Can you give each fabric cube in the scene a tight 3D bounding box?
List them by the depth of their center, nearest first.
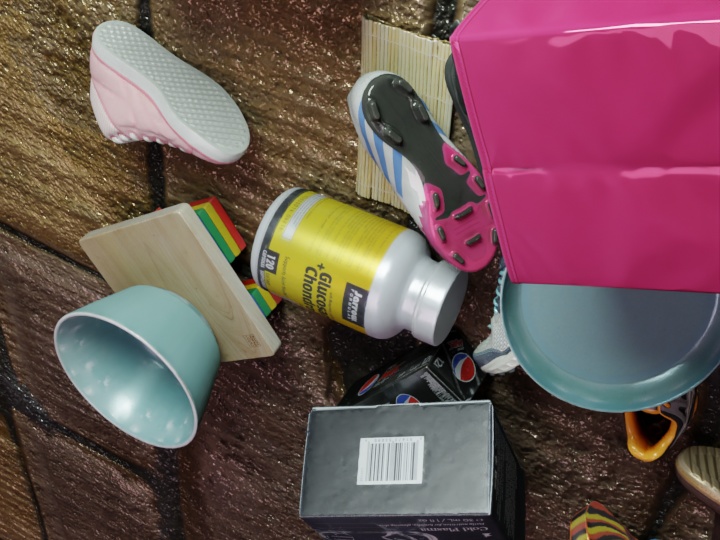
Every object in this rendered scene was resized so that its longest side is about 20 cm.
[{"bbox_3d":[0.206,-0.117,0.686,0.198,0.196,0.201,3,127,32],"label":"fabric cube"}]

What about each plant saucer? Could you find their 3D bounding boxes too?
[{"bbox_3d":[0.216,0.022,0.851,0.199,0.027,0.201,1,108,5],"label":"plant saucer"}]

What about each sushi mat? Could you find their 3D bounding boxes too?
[{"bbox_3d":[0.039,-0.133,0.933,0.095,0.012,0.201,21,136,19],"label":"sushi mat"}]

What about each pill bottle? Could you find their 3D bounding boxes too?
[{"bbox_3d":[0.000,0.000,1.005,0.199,0.112,0.112,22,137,19],"label":"pill bottle"}]

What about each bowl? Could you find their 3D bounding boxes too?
[{"bbox_3d":[-0.241,0.096,1.168,0.200,0.105,0.202,20,136,20],"label":"bowl"}]

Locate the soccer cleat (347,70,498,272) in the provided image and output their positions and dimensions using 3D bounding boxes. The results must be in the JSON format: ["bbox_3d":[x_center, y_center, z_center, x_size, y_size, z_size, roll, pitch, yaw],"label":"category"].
[{"bbox_3d":[0.056,-0.090,0.902,0.201,0.070,0.086,58,170,-17],"label":"soccer cleat"}]

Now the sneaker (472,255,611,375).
[{"bbox_3d":[0.159,0.019,0.946,0.086,0.078,0.200,43,130,4],"label":"sneaker"}]

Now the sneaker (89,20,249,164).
[{"bbox_3d":[-0.200,-0.157,1.038,0.200,0.075,0.105,40,136,10],"label":"sneaker"}]

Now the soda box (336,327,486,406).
[{"bbox_3d":[0.050,0.137,1.124,0.063,0.071,0.200,46,138,-8],"label":"soda box"}]

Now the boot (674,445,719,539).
[{"bbox_3d":[0.366,0.271,1.003,0.199,0.072,0.167,29,131,2],"label":"boot"}]

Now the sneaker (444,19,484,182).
[{"bbox_3d":[0.122,-0.119,0.817,0.200,0.060,0.104,59,172,-18],"label":"sneaker"}]

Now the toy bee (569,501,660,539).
[{"bbox_3d":[0.308,0.345,1.096,0.199,0.109,0.131,22,135,19],"label":"toy bee"}]

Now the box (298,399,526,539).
[{"bbox_3d":[0.062,0.235,1.083,0.199,0.125,0.197,-5,149,17],"label":"box"}]

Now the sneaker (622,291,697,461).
[{"bbox_3d":[0.271,0.090,0.916,0.078,0.077,0.201,10,130,32],"label":"sneaker"}]

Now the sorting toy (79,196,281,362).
[{"bbox_3d":[-0.200,0.010,1.194,0.198,0.070,0.201,-11,120,42],"label":"sorting toy"}]
